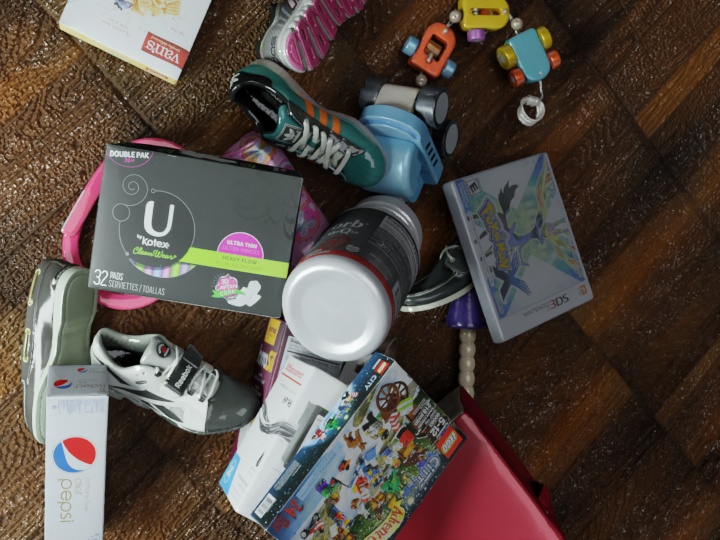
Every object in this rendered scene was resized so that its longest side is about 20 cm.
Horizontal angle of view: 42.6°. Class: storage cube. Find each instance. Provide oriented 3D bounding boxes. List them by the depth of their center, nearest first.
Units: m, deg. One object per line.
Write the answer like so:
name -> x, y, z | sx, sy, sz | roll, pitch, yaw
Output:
storage cube -> 0.106, 0.270, 1.073 | 0.199, 0.171, 0.181 | -38, 89, 6

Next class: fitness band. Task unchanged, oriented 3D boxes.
fitness band -> -0.253, -0.053, 1.056 | 0.143, 0.037, 0.201 | 33, 83, -19

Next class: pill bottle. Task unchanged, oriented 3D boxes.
pill bottle -> 0.000, 0.000, 0.989 | 0.114, 0.200, 0.117 | 7, 117, 14

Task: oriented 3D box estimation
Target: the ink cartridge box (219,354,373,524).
ink cartridge box -> -0.063, 0.160, 0.965 | 0.067, 0.116, 0.202 | 31, 82, -16

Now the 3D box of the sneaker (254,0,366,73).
sneaker -> -0.061, -0.306, 1.087 | 0.074, 0.087, 0.201 | 53, 54, -38

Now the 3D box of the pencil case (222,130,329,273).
pencil case -> -0.090, -0.067, 1.082 | 0.087, 0.087, 0.201 | -33, 101, -14

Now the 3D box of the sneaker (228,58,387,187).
sneaker -> -0.062, -0.151, 1.021 | 0.199, 0.080, 0.072 | 36, 123, -2

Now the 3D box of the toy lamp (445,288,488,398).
toy lamp -> 0.133, 0.124, 1.175 | 0.057, 0.058, 0.203 | 2, 92, -18

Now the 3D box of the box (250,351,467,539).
box -> 0.003, 0.202, 0.916 | 0.201, 0.038, 0.137 | -51, 121, -13

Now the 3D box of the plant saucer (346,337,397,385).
plant saucer -> -0.005, 0.169, 1.071 | 0.032, 0.200, 0.203 | 19, 86, 8

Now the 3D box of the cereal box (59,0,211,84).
cereal box -> -0.235, -0.334, 1.046 | 0.142, 0.039, 0.202 | 23, 85, -17

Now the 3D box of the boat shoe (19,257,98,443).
boat shoe -> -0.339, 0.088, 1.020 | 0.060, 0.071, 0.204 | 18, 100, 26

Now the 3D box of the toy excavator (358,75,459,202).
toy excavator -> 0.039, -0.099, 1.098 | 0.099, 0.195, 0.202 | 15, 70, 25

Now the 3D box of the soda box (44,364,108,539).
soda box -> -0.307, 0.205, 0.995 | 0.063, 0.068, 0.203 | 2, 112, -18

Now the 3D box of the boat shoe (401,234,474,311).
boat shoe -> 0.121, -0.010, 1.154 | 0.199, 0.072, 0.068 | -30, 109, -24

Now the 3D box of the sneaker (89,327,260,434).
sneaker -> -0.206, 0.117, 1.008 | 0.197, 0.089, 0.075 | 15, 52, 4

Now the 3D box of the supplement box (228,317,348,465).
supplement box -> -0.085, 0.162, 1.076 | 0.085, 0.110, 0.203 | 16, 87, -17

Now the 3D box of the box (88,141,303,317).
box -> -0.167, -0.046, 0.973 | 0.197, 0.124, 0.151 | 9, 98, -5

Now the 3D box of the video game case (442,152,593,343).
video game case -> 0.200, -0.033, 1.151 | 0.181, 0.022, 0.202 | -20, 91, -37

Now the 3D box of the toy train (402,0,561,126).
toy train -> 0.152, -0.269, 1.169 | 0.198, 0.056, 0.152 | 25, 86, -14
